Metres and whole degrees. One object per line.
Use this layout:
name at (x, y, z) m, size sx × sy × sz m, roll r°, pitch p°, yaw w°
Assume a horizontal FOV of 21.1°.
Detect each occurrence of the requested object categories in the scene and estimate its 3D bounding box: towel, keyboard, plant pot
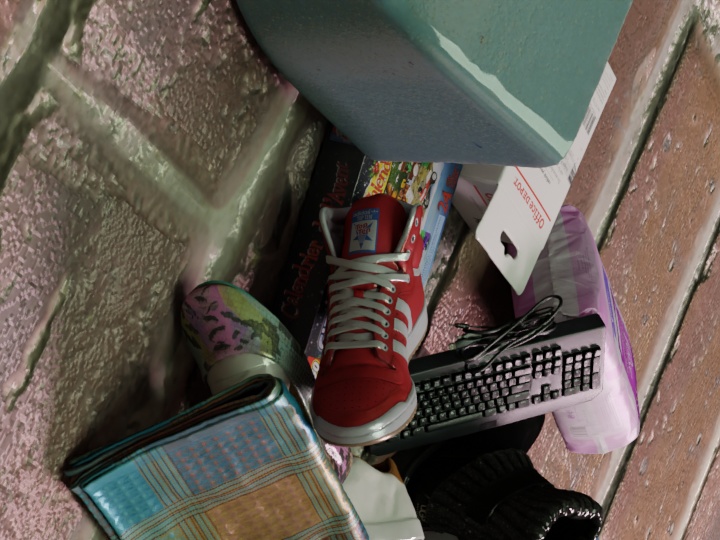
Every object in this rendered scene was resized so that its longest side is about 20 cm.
towel at (-0.085, 0.153, 1.233) m, size 0.146 × 0.022 × 0.200 m, roll -25°, pitch 137°, yaw 0°
keyboard at (0.100, 0.084, 1.469) m, size 0.199 × 0.040 × 0.105 m, roll -14°, pitch 121°, yaw -17°
plant pot at (0.034, -0.200, 1.189) m, size 0.200 × 0.196 × 0.197 m, roll 34°, pitch 73°, yaw -35°

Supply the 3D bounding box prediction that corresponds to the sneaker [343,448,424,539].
sneaker at (-0.040, 0.167, 1.374) m, size 0.199 × 0.073 × 0.085 m, roll 4°, pitch 65°, yaw -51°

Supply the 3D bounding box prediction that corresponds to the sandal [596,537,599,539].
sandal at (0.187, 0.308, 1.528) m, size 0.079 × 0.087 × 0.201 m, roll 29°, pitch 58°, yaw -60°

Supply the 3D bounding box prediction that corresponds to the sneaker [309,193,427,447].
sneaker at (0.004, 0.023, 1.242) m, size 0.200 × 0.071 × 0.113 m, roll -74°, pitch 161°, yaw -62°

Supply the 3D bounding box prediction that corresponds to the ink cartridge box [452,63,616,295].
ink cartridge box at (0.118, -0.097, 1.487) m, size 0.201 × 0.068 × 0.116 m, roll -65°, pitch 148°, yaw -16°

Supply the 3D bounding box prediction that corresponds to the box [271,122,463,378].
box at (0.000, 0.000, 1.368) m, size 0.136 × 0.038 × 0.201 m, roll 21°, pitch 86°, yaw -59°

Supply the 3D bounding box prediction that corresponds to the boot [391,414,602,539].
boot at (0.131, 0.165, 1.537) m, size 0.211 × 0.157 × 0.080 m, roll -38°, pitch 130°, yaw -44°

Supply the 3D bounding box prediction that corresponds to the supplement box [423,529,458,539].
supplement box at (0.131, 0.291, 1.630) m, size 0.200 × 0.103 × 0.102 m, roll 43°, pitch 46°, yaw -55°

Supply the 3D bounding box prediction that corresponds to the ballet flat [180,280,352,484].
ballet flat at (-0.059, 0.094, 1.256) m, size 0.071 × 0.069 × 0.200 m, roll -85°, pitch 155°, yaw -46°

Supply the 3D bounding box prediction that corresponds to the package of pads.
package of pads at (0.180, 0.053, 1.613) m, size 0.200 × 0.075 × 0.121 m, roll 63°, pitch 21°, yaw -49°
